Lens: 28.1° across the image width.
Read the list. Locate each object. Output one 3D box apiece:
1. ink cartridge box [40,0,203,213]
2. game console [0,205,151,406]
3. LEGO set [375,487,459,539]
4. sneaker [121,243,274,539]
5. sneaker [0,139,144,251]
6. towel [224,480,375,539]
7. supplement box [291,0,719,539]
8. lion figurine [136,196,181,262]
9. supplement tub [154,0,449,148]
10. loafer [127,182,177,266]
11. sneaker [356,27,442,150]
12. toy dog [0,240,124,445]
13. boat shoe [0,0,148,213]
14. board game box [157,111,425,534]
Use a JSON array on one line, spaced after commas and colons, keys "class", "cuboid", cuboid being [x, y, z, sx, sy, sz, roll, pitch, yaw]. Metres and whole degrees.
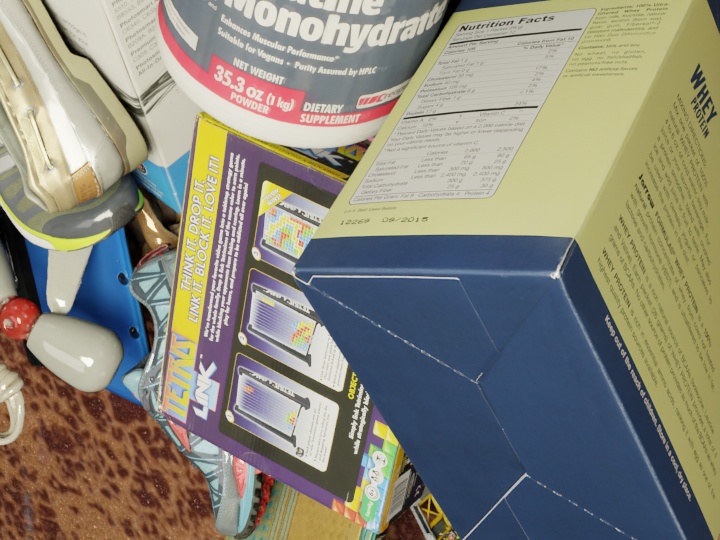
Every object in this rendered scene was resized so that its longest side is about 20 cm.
[{"class": "ink cartridge box", "cuboid": [-0.145, -0.153, 0.846, 0.146, 0.084, 0.201, 36, 155, 31]}, {"class": "game console", "cuboid": [-0.197, -0.027, 1.041, 0.117, 0.171, 0.201, 0, 125, 7]}, {"class": "LEGO set", "cuboid": [-0.015, 0.209, 1.011, 0.199, 0.116, 0.155, -11, 106, 44]}, {"class": "sneaker", "cuboid": [-0.107, 0.079, 0.950, 0.095, 0.079, 0.202, -6, 96, 8]}, {"class": "sneaker", "cuboid": [-0.210, -0.083, 0.885, 0.200, 0.074, 0.081, 34, 153, 31]}, {"class": "towel", "cuboid": [-0.034, 0.150, 0.966, 0.146, 0.022, 0.201, 3, 75, 50]}, {"class": "supplement box", "cuboid": [0.104, -0.002, 0.680, 0.134, 0.200, 0.200, 1, 137, 37]}, {"class": "lion figurine", "cuboid": [-0.086, -0.025, 0.978, 0.199, 0.073, 0.123, -16, 112, 41]}, {"class": "supplement tub", "cuboid": [-0.015, -0.171, 0.674, 0.140, 0.140, 0.201, 39, 138, 18]}, {"class": "loafer", "cuboid": [-0.176, -0.076, 1.033, 0.072, 0.063, 0.201, 14, 121, 37]}, {"class": "sneaker", "cuboid": [-0.016, -0.135, 0.856, 0.200, 0.086, 0.081, 37, 160, 46]}, {"class": "toy dog", "cuboid": [-0.237, 0.003, 0.953, 0.132, 0.096, 0.200, -35, 94, 26]}, {"class": "boat shoe", "cuboid": [-0.206, -0.123, 0.804, 0.200, 0.068, 0.075, 50, 162, 4]}, {"class": "board game box", "cuboid": [-0.026, 0.024, 0.811, 0.165, 0.057, 0.201, 26, 121, 24]}]
